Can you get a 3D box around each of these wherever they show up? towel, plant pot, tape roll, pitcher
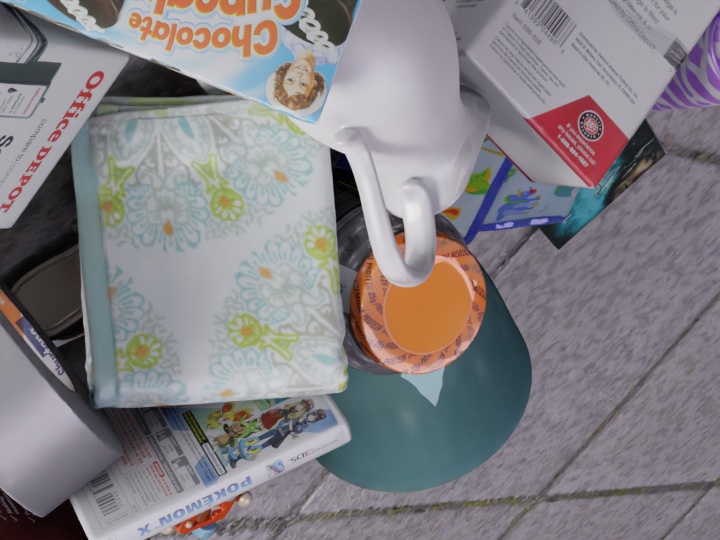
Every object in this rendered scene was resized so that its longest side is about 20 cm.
[{"bbox_3d":[-0.098,-0.016,1.390,0.170,0.201,0.048,-3,176,-12],"label":"towel"},{"bbox_3d":[0.023,0.050,1.711,0.200,0.201,0.161,-35,142,-10],"label":"plant pot"},{"bbox_3d":[-0.234,0.056,1.350,0.066,0.200,0.200,-38,154,-3],"label":"tape roll"},{"bbox_3d":[0.008,-0.101,1.344,0.121,0.172,0.200,-9,146,22],"label":"pitcher"}]

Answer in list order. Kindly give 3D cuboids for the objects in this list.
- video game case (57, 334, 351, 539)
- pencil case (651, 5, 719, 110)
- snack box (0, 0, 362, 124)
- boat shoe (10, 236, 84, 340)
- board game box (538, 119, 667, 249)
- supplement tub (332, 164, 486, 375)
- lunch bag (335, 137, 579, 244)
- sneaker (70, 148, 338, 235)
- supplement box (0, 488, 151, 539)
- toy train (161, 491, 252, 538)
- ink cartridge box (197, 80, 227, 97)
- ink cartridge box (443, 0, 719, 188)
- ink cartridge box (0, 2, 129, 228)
[{"bbox_3d":[-0.125,0.090,1.451,0.182,0.200,0.022,-24,129,-11],"label":"video game case"},{"bbox_3d":[0.239,-0.166,1.622,0.084,0.086,0.200,-41,-160,-23],"label":"pencil case"},{"bbox_3d":[-0.095,-0.170,1.202,0.199,0.037,0.117,20,92,-24],"label":"snack box"},{"bbox_3d":[-0.160,-0.011,1.515,0.199,0.067,0.057,-30,173,-10],"label":"boat shoe"},{"bbox_3d":[0.191,-0.100,1.879,0.135,0.028,0.200,-42,155,4],"label":"board game box"},{"bbox_3d":[0.000,0.000,1.513,0.122,0.200,0.123,-7,106,-24],"label":"supplement tub"},{"bbox_3d":[0.086,-0.112,1.622,0.199,0.128,0.170,-6,144,-27],"label":"lunch bag"},{"bbox_3d":[-0.098,-0.063,1.460,0.200,0.098,0.071,-34,163,-12],"label":"sneaker"},{"bbox_3d":[-0.282,0.159,1.451,0.133,0.197,0.200,-47,153,14],"label":"supplement box"},{"bbox_3d":[-0.139,0.161,1.824,0.150,0.056,0.200,-19,150,-40],"label":"toy train"},{"bbox_3d":[-0.050,-0.212,1.348,0.200,0.044,0.174,-37,157,-1],"label":"ink cartridge box"},{"bbox_3d":[0.152,-0.180,1.497,0.144,0.084,0.200,44,75,-25],"label":"ink cartridge box"},{"bbox_3d":[-0.248,-0.103,1.212,0.200,0.083,0.147,0,134,-55],"label":"ink cartridge box"}]
